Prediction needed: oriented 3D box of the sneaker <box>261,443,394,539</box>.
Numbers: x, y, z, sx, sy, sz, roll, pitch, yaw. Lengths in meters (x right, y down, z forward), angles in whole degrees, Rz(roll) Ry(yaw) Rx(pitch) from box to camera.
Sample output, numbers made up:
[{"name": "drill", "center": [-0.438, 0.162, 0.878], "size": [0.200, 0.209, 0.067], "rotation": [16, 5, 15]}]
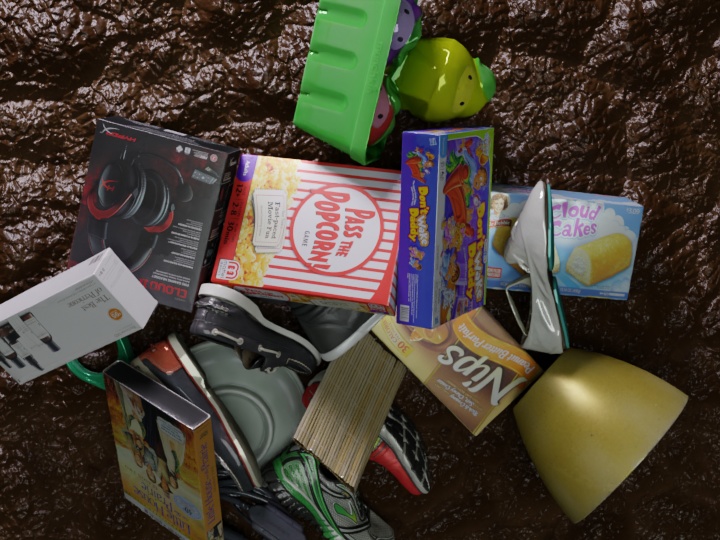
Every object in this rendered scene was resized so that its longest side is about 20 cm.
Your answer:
[{"name": "sneaker", "center": [-0.022, 0.277, 1.251], "size": [0.085, 0.078, 0.200], "rotation": [-42, 119, 7]}]

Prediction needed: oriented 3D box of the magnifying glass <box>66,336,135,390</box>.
[{"name": "magnifying glass", "center": [-0.266, 0.129, 1.199], "size": [0.080, 0.022, 0.200], "rotation": [-43, 89, 18]}]

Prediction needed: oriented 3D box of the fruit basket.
[{"name": "fruit basket", "center": [0.048, -0.213, 1.133], "size": [0.214, 0.156, 0.217], "rotation": [2, 100, 9]}]

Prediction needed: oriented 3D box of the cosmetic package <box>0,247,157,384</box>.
[{"name": "cosmetic package", "center": [-0.322, 0.054, 1.132], "size": [0.199, 0.051, 0.083], "rotation": [-24, 120, 29]}]

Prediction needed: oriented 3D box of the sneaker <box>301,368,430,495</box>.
[{"name": "sneaker", "center": [0.008, 0.199, 1.265], "size": [0.085, 0.077, 0.200], "rotation": [-37, 102, 22]}]

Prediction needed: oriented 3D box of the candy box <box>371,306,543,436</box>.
[{"name": "candy box", "center": [0.110, 0.087, 1.249], "size": [0.115, 0.055, 0.200], "rotation": [-43, 106, 3]}]

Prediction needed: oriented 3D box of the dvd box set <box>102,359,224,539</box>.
[{"name": "dvd box set", "center": [-0.218, 0.210, 1.161], "size": [0.029, 0.146, 0.201], "rotation": [-36, 140, -39]}]

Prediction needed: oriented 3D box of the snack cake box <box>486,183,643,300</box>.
[{"name": "snack cake box", "center": [0.221, -0.036, 1.230], "size": [0.198, 0.067, 0.116], "rotation": [5, 104, -9]}]

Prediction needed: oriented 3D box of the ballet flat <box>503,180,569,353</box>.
[{"name": "ballet flat", "center": [0.193, 0.002, 1.173], "size": [0.069, 0.069, 0.201], "rotation": [-11, 106, -5]}]

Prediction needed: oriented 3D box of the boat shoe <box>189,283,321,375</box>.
[{"name": "boat shoe", "center": [-0.116, 0.082, 1.170], "size": [0.200, 0.073, 0.061], "rotation": [42, 61, -50]}]

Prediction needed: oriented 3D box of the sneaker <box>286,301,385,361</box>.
[{"name": "sneaker", "center": [0.000, 0.000, 1.185], "size": [0.200, 0.071, 0.099], "rotation": [-45, 113, -6]}]

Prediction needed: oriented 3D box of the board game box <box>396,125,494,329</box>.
[{"name": "board game box", "center": [0.092, -0.051, 1.121], "size": [0.045, 0.134, 0.202], "rotation": [8, 104, 30]}]

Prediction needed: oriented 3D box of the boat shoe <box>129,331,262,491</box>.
[{"name": "boat shoe", "center": [-0.180, 0.166, 1.165], "size": [0.062, 0.071, 0.201], "rotation": [-33, 92, -5]}]

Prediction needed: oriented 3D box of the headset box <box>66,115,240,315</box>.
[{"name": "headset box", "center": [-0.228, -0.053, 1.146], "size": [0.148, 0.075, 0.201], "rotation": [16, 101, 1]}]

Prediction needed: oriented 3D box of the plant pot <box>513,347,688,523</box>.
[{"name": "plant pot", "center": [0.266, 0.175, 1.238], "size": [0.142, 0.200, 0.200], "rotation": [42, 95, 11]}]

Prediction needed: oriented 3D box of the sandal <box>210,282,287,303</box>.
[{"name": "sandal", "center": [-0.089, 0.009, 1.209], "size": [0.199, 0.043, 0.077], "rotation": [14, 101, -11]}]

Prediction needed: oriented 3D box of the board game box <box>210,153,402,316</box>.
[{"name": "board game box", "center": [-0.048, -0.040, 1.134], "size": [0.198, 0.046, 0.153], "rotation": [7, 73, 13]}]

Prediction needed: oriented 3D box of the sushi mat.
[{"name": "sushi mat", "center": [-0.008, 0.149, 1.190], "size": [0.096, 0.200, 0.012], "rotation": [41, 132, -13]}]

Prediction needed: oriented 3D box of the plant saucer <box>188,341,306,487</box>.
[{"name": "plant saucer", "center": [-0.157, 0.182, 1.238], "size": [0.198, 0.050, 0.202], "rotation": [-2, 103, -8]}]

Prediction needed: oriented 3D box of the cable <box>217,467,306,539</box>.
[{"name": "cable", "center": [-0.131, 0.308, 1.236], "size": [0.199, 0.164, 0.051], "rotation": [31, 53, 7]}]
